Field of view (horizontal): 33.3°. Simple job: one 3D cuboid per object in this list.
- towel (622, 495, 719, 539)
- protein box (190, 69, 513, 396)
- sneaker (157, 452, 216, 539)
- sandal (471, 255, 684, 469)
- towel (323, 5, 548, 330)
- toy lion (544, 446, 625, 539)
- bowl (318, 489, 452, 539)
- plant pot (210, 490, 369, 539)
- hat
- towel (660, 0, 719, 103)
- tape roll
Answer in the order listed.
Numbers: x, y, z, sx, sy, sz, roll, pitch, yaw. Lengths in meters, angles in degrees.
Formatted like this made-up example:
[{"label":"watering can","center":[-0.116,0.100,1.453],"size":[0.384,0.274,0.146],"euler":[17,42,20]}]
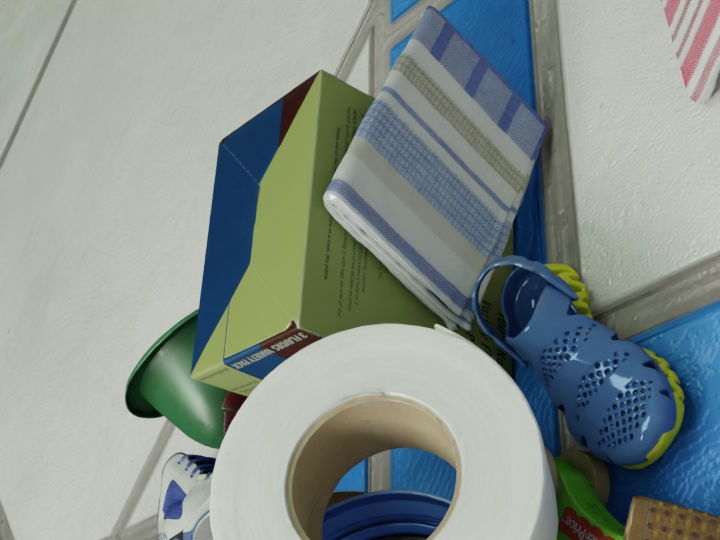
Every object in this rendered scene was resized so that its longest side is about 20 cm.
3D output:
[{"label":"towel","center":[0.186,0.229,0.603],"size":[0.144,0.022,0.203],"euler":[12,76,13]},{"label":"protein box","center":[0.000,0.000,0.902],"size":[0.134,0.198,0.202],"euler":[-25,52,45]},{"label":"sneaker","center":[-0.135,0.202,1.087],"size":[0.199,0.080,0.116],"euler":[-46,42,33]},{"label":"sandal","center":[0.132,0.054,0.790],"size":[0.080,0.086,0.200],"euler":[-56,37,13]},{"label":"towel","center":[0.059,-0.075,0.864],"size":[0.024,0.147,0.202],"euler":[-20,36,49]},{"label":"toy lion","center":[0.135,0.227,0.719],"size":[0.200,0.068,0.194],"euler":[32,106,56]},{"label":"bowl","center":[0.018,0.232,0.710],"size":[0.197,0.040,0.203],"euler":[-8,56,12]},{"label":"plant pot","center":[-0.021,0.286,0.814],"size":[0.187,0.185,0.201],"euler":[-48,50,26]},{"label":"hat","center":[-0.100,0.137,1.062],"size":[0.176,0.198,0.167],"euler":[48,134,22]},{"label":"towel","center":[0.230,-0.234,0.798],"size":[0.147,0.029,0.203],"euler":[95,171,-60]},{"label":"tape roll","center":[0.015,0.134,0.708],"size":[0.199,0.071,0.205],"euler":[-8,55,12]}]
